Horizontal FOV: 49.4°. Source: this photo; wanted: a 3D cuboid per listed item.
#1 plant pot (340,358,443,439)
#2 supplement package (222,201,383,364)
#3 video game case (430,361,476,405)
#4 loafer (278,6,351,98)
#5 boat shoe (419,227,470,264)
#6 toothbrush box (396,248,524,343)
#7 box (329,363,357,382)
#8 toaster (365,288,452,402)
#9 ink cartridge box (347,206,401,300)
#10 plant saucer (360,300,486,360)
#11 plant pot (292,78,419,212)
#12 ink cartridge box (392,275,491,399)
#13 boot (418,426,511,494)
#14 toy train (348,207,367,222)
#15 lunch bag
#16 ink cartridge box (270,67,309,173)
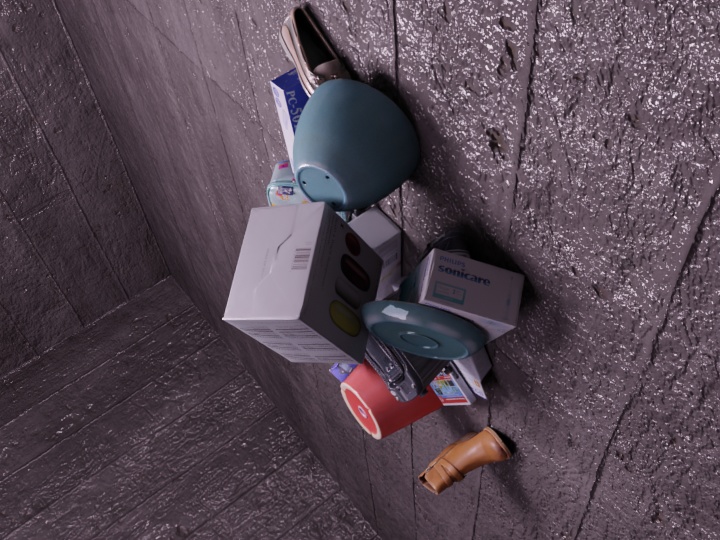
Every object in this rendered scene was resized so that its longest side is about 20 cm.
[{"bbox_3d":[0.067,0.248,1.651,0.201,0.177,0.201,47,159,24],"label":"plant pot"},{"bbox_3d":[-0.083,0.026,1.238,0.146,0.193,0.200,-1,155,30],"label":"supplement package"},{"bbox_3d":[0.134,0.171,1.497,0.201,0.017,0.143,56,162,0],"label":"video game case"},{"bbox_3d":[-0.065,-0.329,1.249,0.201,0.072,0.063,56,154,10],"label":"loafer"},{"bbox_3d":[0.129,-0.016,1.270,0.200,0.071,0.068,116,155,-72],"label":"boat shoe"},{"bbox_3d":[0.143,0.052,1.203,0.145,0.086,0.200,17,159,-8],"label":"toothbrush box"},{"bbox_3d":[0.009,0.148,1.570,0.041,0.119,0.200,40,-157,3],"label":"box"},{"bbox_3d":[0.073,0.117,1.359,0.200,0.129,0.114,50,150,9],"label":"toaster"},{"bbox_3d":[0.000,0.000,1.477,0.085,0.144,0.201,45,157,30],"label":"ink cartridge box"},{"bbox_3d":[0.092,0.097,1.195,0.198,0.028,0.200,14,159,5],"label":"plant saucer"},{"bbox_3d":[-0.027,-0.169,1.199,0.199,0.135,0.201,25,149,16],"label":"plant pot"},{"bbox_3d":[0.157,0.120,1.446,0.196,0.043,0.201,26,147,56],"label":"ink cartridge box"},{"bbox_3d":[0.204,0.384,1.567,0.077,0.155,0.200,59,160,-5],"label":"boot"},{"bbox_3d":[0.001,-0.093,1.483,0.034,0.046,0.201,42,155,26],"label":"toy train"},{"bbox_3d":[-0.090,-0.122,1.516,0.159,0.078,0.201,8,144,13],"label":"lunch bag"},{"bbox_3d":[-0.089,-0.259,1.367,0.044,0.094,0.201,41,155,37],"label":"ink cartridge box"}]
